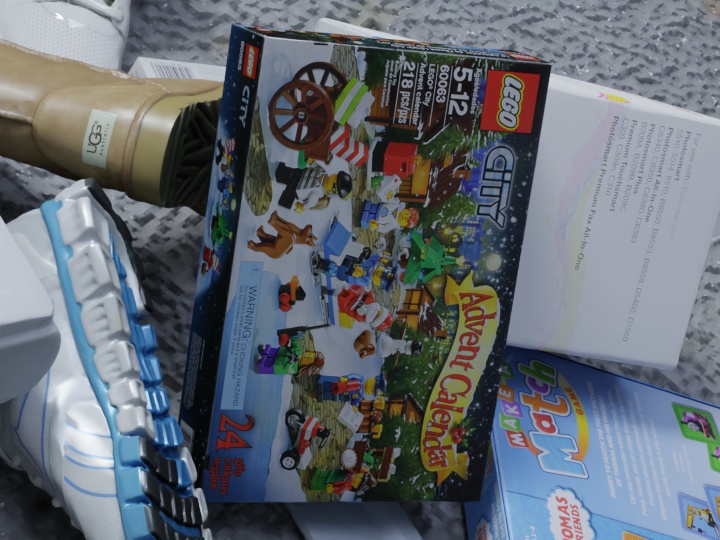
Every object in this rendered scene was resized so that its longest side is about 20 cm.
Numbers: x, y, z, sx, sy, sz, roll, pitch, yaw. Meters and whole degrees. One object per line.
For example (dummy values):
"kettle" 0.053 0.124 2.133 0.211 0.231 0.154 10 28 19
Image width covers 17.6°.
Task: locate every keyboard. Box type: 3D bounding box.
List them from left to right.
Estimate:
"keyboard" 0.013 0.137 1.016 0.056 0.011 0.200 -10 54 -38

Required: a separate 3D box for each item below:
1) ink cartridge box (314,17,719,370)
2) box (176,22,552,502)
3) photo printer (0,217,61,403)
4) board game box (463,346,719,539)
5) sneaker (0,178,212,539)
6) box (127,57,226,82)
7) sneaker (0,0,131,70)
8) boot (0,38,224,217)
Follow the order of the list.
"ink cartridge box" 0.077 -0.034 1.122 0.200 0.125 0.129 11 9 -29
"box" 0.000 0.000 0.997 0.137 0.200 0.038 2 13 -26
"photo printer" -0.232 -0.023 0.896 0.166 0.069 0.200 -16 61 -38
"board game box" 0.141 0.117 1.114 0.200 0.037 0.151 19 38 -21
"sneaker" -0.120 0.068 0.951 0.075 0.087 0.200 50 22 -68
"box" -0.032 -0.074 1.195 0.200 0.039 0.041 3 48 -36
"sneaker" -0.133 -0.168 1.160 0.074 0.116 0.200 20 40 -21
"boot" -0.154 -0.081 1.058 0.200 0.066 0.175 16 1 13
